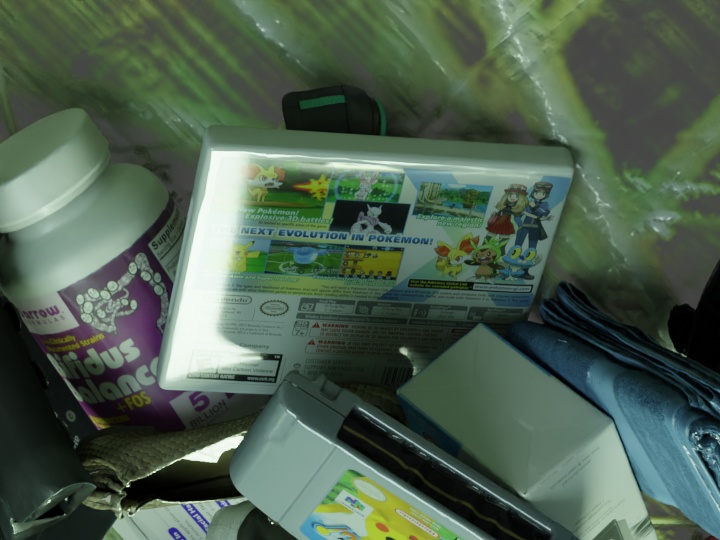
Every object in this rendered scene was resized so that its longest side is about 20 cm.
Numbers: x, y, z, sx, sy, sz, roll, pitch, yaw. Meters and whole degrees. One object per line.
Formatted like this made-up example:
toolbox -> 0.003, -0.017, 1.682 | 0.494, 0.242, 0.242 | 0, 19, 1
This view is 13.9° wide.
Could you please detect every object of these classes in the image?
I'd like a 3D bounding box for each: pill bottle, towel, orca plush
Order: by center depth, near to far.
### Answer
orca plush -> 0.214, 0.041, 1.561 | 0.105, 0.071, 0.200 | 30, 133, 4
towel -> 0.159, 0.079, 1.570 | 0.112, 0.049, 0.200 | 59, 165, -27
pill bottle -> -0.139, 0.011, 1.697 | 0.112, 0.112, 0.200 | -17, 116, 36

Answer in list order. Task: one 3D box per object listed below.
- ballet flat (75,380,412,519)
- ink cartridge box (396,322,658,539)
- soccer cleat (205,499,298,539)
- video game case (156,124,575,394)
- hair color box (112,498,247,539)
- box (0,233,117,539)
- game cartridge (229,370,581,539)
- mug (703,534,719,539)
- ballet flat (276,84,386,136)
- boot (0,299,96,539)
ballet flat -> -0.064, 0.105, 1.653 | 0.200, 0.046, 0.067 | -8, 124, 2
ink cartridge box -> 0.104, 0.135, 1.648 | 0.116, 0.067, 0.200 | 37, 161, 41
soccer cleat -> 0.000, 0.182, 1.717 | 0.200, 0.070, 0.086 | 30, 167, -22
video game case -> 0.000, 0.000, 1.612 | 0.200, 0.022, 0.183 | 3, 133, -13
hair color box -> -0.051, 0.131, 1.778 | 0.200, 0.065, 0.109 | -29, 108, 38
box -> -0.234, 0.090, 1.750 | 0.117, 0.197, 0.200 | -28, 109, 41
game cartridge -> 0.026, 0.135, 1.581 | 0.200, 0.041, 0.133 | 32, 155, -1
mug -> 0.245, 0.209, 1.639 | 0.177, 0.133, 0.200 | 18, 128, 12
ballet flat -> -0.043, -0.022, 1.647 | 0.073, 0.073, 0.200 | 25, 129, 8
boot -> -0.205, 0.038, 1.601 | 0.165, 0.066, 0.200 | 108, 142, -73
